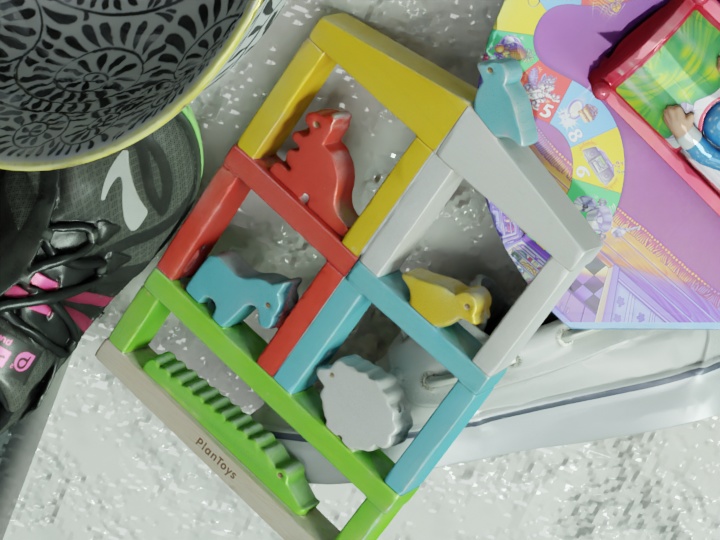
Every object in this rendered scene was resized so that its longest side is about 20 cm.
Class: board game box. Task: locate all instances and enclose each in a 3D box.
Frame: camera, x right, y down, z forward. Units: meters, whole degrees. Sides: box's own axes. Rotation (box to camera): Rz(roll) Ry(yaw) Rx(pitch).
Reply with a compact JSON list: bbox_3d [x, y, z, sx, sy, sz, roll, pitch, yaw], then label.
[{"bbox_3d":[0.140,-0.050,0.976,0.200,0.039,0.158,0,104,3],"label":"board game box"}]

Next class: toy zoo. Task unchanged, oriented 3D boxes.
[{"bbox_3d":[0.000,0.000,1.017,0.131,0.020,0.200,42,116,15],"label":"toy zoo"}]

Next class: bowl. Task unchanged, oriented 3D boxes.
[{"bbox_3d":[-0.082,-0.133,0.914,0.200,0.094,0.201,1,93,31],"label":"bowl"}]

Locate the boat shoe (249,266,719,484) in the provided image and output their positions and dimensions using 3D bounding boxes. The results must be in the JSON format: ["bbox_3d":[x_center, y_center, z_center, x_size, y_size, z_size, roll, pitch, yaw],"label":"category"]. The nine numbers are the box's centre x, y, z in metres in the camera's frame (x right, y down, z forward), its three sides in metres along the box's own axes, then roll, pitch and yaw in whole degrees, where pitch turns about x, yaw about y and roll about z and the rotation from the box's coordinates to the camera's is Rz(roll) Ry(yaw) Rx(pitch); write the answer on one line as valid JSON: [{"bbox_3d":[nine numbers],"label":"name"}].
[{"bbox_3d":[0.045,0.035,1.060,0.200,0.072,0.066,-10,101,21],"label":"boat shoe"}]

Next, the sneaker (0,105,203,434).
[{"bbox_3d":[-0.120,0.007,1.038,0.077,0.084,0.200,26,123,-14],"label":"sneaker"}]
